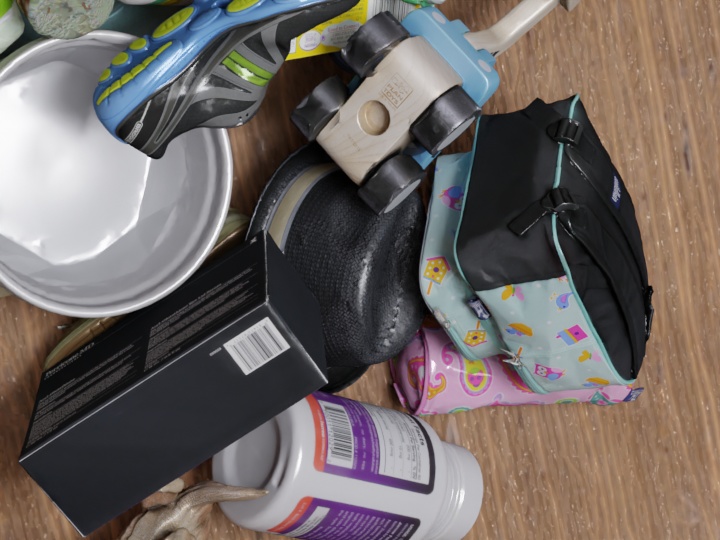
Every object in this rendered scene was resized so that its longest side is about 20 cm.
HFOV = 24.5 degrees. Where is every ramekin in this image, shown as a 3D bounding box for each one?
[{"bbox_3d":[-0.201,-0.071,1.179,0.200,0.105,0.201,-5,100,-27],"label":"ramekin"}]

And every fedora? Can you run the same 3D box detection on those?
[{"bbox_3d":[0.000,0.000,1.253,0.200,0.092,0.201,-10,104,-46],"label":"fedora"}]

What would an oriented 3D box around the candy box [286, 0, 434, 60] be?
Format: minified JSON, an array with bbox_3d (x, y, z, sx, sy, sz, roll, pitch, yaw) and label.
[{"bbox_3d":[-0.022,-0.208,1.193,0.200,0.026,0.102,-16,118,-39],"label":"candy box"}]

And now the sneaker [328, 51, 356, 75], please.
[{"bbox_3d":[0.036,-0.245,1.293,0.074,0.082,0.200,31,83,-22],"label":"sneaker"}]

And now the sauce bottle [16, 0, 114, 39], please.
[{"bbox_3d":[-0.227,-0.244,1.133,0.065,0.065,0.200,-16,54,-19],"label":"sauce bottle"}]

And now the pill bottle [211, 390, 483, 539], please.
[{"bbox_3d":[-0.004,0.156,1.268,0.200,0.111,0.112,18,86,-37],"label":"pill bottle"}]

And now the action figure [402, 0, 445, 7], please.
[{"bbox_3d":[0.092,-0.252,1.237,0.200,0.055,0.118,-42,142,-30],"label":"action figure"}]

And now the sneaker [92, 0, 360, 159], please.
[{"bbox_3d":[-0.084,-0.146,1.113,0.199,0.071,0.083,-33,130,8],"label":"sneaker"}]

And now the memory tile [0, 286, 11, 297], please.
[{"bbox_3d":[-0.338,-0.051,1.195,0.153,0.017,0.200,-25,102,-18],"label":"memory tile"}]

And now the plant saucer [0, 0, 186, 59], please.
[{"bbox_3d":[-0.215,-0.233,1.220,0.201,0.039,0.201,-1,92,-21],"label":"plant saucer"}]

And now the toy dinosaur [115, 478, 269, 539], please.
[{"bbox_3d":[-0.151,0.203,1.214,0.200,0.136,0.086,-41,73,4],"label":"toy dinosaur"}]

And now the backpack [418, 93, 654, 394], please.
[{"bbox_3d":[0.136,-0.004,1.237,0.200,0.153,0.176,49,35,-37],"label":"backpack"}]

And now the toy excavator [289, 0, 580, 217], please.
[{"bbox_3d":[0.068,-0.151,1.213,0.100,0.200,0.194,46,119,7],"label":"toy excavator"}]

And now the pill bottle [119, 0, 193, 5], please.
[{"bbox_3d":[-0.092,-0.250,1.206,0.200,0.113,0.113,-9,96,-42],"label":"pill bottle"}]

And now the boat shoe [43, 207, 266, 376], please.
[{"bbox_3d":[-0.156,0.026,1.251,0.200,0.063,0.073,-34,127,-13],"label":"boat shoe"}]

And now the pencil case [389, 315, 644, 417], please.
[{"bbox_3d":[0.126,0.076,1.342,0.200,0.087,0.088,-1,93,-22],"label":"pencil case"}]

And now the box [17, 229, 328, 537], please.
[{"bbox_3d":[-0.126,0.074,1.138,0.200,0.141,0.079,-32,112,9],"label":"box"}]

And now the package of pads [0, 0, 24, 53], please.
[{"bbox_3d":[-0.350,-0.151,1.124,0.154,0.068,0.200,37,77,21],"label":"package of pads"}]
